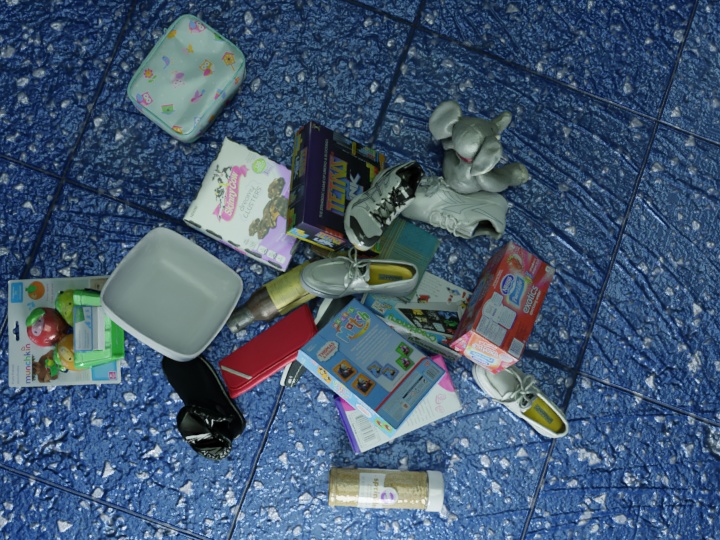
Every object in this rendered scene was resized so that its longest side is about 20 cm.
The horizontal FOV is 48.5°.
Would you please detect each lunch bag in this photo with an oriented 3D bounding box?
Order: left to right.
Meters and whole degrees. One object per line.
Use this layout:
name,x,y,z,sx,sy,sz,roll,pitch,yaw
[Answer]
lunch bag,-0.308,-0.344,1.420,0.160,0.077,0.201,35,83,1

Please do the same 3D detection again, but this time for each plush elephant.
plush elephant,0.198,-0.215,1.372,0.199,0.155,0.165,-29,71,-28

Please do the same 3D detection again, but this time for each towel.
towel,0.029,-0.044,1.420,0.199,0.022,0.147,27,62,5

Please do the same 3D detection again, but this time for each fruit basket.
fruit basket,-0.508,0.103,1.361,0.198,0.094,0.187,-1,85,-1

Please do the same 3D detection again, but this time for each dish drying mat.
dish drying mat,-0.158,0.140,1.374,0.199,0.018,0.077,-34,61,17

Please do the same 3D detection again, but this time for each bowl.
bowl,-0.322,0.050,1.358,0.199,0.075,0.201,33,52,-4

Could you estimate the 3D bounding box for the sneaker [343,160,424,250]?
sneaker,0.042,-0.118,1.333,0.076,0.087,0.201,47,49,-21

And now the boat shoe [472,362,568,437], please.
boat shoe,0.285,0.224,1.405,0.202,0.086,0.075,43,84,0

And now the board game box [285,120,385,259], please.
board game box,-0.039,-0.134,1.368,0.165,0.057,0.201,20,60,-34

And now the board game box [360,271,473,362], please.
board game box,0.104,0.063,1.417,0.199,0.035,0.127,25,62,-2

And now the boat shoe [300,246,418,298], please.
boat shoe,0.001,0.005,1.332,0.200,0.086,0.075,5,66,-5

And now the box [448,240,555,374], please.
box,0.246,0.064,1.384,0.099,0.096,0.201,32,61,-5

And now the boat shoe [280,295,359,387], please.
boat shoe,-0.071,0.123,1.400,0.060,0.076,0.201,30,84,4

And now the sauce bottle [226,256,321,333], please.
sauce bottle,-0.145,0.046,1.403,0.199,0.065,0.065,-28,88,0

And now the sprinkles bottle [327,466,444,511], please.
sprinkles bottle,0.043,0.380,1.390,0.198,0.068,0.069,3,85,-4

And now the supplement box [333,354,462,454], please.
supplement box,0.062,0.228,1.388,0.199,0.103,0.102,-22,86,-5

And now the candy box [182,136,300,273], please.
candy box,-0.186,-0.114,1.412,0.199,0.072,0.169,26,83,-3

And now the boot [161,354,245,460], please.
boot,-0.272,0.216,1.328,0.076,0.168,0.200,-39,89,0

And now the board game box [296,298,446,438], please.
board game box,0.019,0.154,1.303,0.200,0.037,0.151,39,51,12

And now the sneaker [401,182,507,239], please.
sneaker,0.168,-0.102,1.423,0.198,0.075,0.088,4,48,-2
